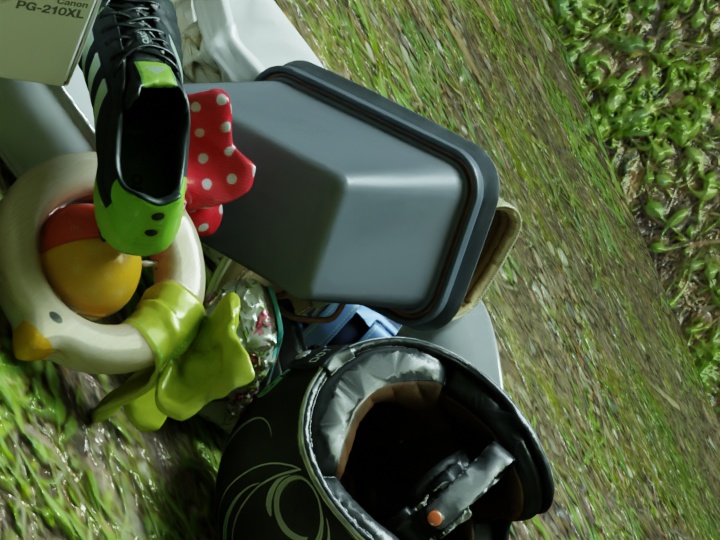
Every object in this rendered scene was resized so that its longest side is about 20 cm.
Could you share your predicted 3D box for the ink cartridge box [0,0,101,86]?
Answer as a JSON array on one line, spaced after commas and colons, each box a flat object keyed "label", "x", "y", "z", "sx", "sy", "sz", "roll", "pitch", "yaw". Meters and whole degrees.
[{"label": "ink cartridge box", "x": -0.228, "y": -0.204, "z": 1.454, "sx": 0.144, "sy": 0.084, "sz": 0.201, "roll": 7, "pitch": 44, "yaw": -21}]

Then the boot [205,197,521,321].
[{"label": "boot", "x": 0.000, "y": 0.000, "z": 1.740, "sx": 0.155, "sy": 0.200, "sz": 0.073, "roll": 41, "pitch": -13, "yaw": 53}]

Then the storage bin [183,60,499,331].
[{"label": "storage bin", "x": -0.042, "y": -0.041, "z": 1.638, "sx": 0.200, "sy": 0.146, "sz": 0.134, "roll": 29, "pitch": 18, "yaw": 34}]

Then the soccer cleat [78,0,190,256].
[{"label": "soccer cleat", "x": -0.121, "y": -0.107, "z": 1.453, "sx": 0.081, "sy": 0.067, "sz": 0.201, "roll": 130, "pitch": -43, "yaw": -59}]

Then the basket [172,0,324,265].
[{"label": "basket", "x": -0.098, "y": -0.116, "z": 1.826, "sx": 0.200, "sy": 0.123, "sz": 0.136, "roll": 52, "pitch": 17, "yaw": -42}]

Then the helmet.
[{"label": "helmet", "x": 0.007, "y": 0.148, "z": 1.590, "sx": 0.201, "sy": 0.199, "sz": 0.191, "roll": 69, "pitch": -27, "yaw": 22}]

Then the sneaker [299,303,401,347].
[{"label": "sneaker", "x": -0.014, "y": 0.042, "z": 1.911, "sx": 0.200, "sy": 0.074, "sz": 0.082, "roll": 46, "pitch": 12, "yaw": 17}]

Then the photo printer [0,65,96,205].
[{"label": "photo printer", "x": -0.206, "y": -0.143, "z": 1.591, "sx": 0.200, "sy": 0.069, "sz": 0.167, "roll": 55, "pitch": 17, "yaw": -27}]

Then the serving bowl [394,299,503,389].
[{"label": "serving bowl", "x": 0.046, "y": 0.116, "z": 1.755, "sx": 0.200, "sy": 0.065, "sz": 0.201, "roll": 178, "pitch": -90, "yaw": -80}]

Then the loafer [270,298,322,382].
[{"label": "loafer", "x": -0.023, "y": 0.110, "z": 1.724, "sx": 0.072, "sy": 0.063, "sz": 0.201, "roll": -159, "pitch": -126, "yaw": -79}]

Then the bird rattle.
[{"label": "bird rattle", "x": -0.130, "y": -0.011, "z": 1.487, "sx": 0.162, "sy": 0.113, "sz": 0.201, "roll": 3, "pitch": 77, "yaw": -34}]

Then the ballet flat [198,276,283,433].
[{"label": "ballet flat", "x": -0.087, "y": 0.056, "z": 1.642, "sx": 0.200, "sy": 0.064, "sz": 0.076, "roll": 100, "pitch": -26, "yaw": -66}]
